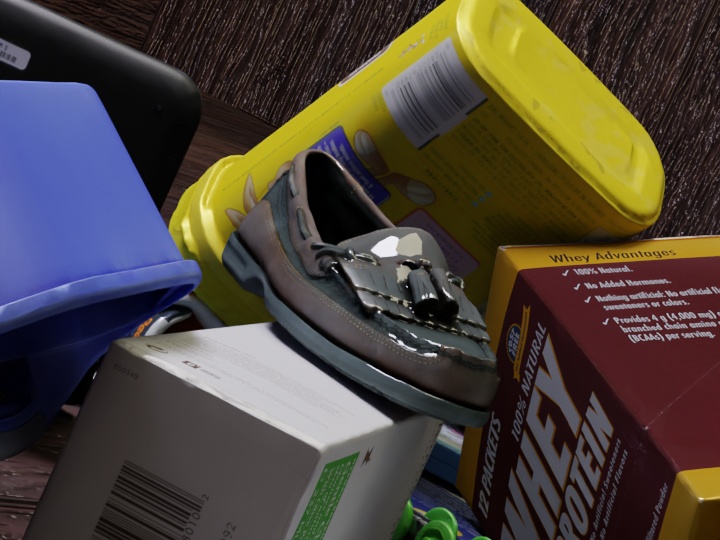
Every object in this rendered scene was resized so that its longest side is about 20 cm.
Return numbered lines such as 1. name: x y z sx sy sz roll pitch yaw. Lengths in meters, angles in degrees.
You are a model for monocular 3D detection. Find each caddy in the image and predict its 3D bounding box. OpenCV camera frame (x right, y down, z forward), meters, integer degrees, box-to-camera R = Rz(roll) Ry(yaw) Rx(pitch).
1. caddy: -0.135 0.013 0.692 0.105 0.141 0.200 66 18 3

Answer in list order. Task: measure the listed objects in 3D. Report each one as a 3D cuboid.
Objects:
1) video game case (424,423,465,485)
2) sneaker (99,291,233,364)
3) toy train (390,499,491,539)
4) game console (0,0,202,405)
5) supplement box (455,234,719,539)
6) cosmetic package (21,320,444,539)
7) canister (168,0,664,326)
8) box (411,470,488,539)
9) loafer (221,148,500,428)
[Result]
1. video game case: 0.084 0.109 1.156 0.143 0.018 0.200 27 4 8
2. sneaker: -0.125 0.023 1.071 0.200 0.079 0.079 27 1 12
3. toy train: -0.015 0.103 0.923 0.042 0.057 0.200 25 3 -43
4. game console: -0.187 -0.046 0.951 0.200 0.176 0.116 24 6 -3
5. supplement box: 0.174 0.089 0.934 0.197 0.133 0.200 -3 30 -20
6. cosmetic package: -0.043 0.082 0.769 0.085 0.108 0.200 26 8 13
7. canister: 0.027 -0.031 1.025 0.149 0.200 0.087 43 36 -18
8. box: 0.045 0.126 1.062 0.121 0.032 0.200 29 5 35
9. loafer: 0.000 0.000 0.834 0.072 0.063 0.200 21 7 -29
